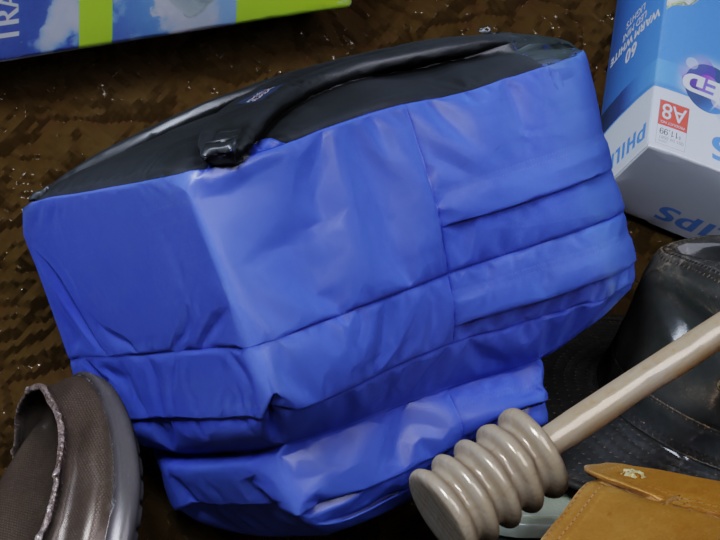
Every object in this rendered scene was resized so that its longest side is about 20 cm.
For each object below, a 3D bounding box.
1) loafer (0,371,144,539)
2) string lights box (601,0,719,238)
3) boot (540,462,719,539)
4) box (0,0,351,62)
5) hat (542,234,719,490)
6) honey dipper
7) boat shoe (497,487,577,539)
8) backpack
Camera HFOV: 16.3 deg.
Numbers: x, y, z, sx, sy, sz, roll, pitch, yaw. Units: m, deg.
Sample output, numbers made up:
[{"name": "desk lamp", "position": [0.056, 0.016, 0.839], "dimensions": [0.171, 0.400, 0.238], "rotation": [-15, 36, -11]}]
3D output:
[{"name": "loafer", "position": [-0.124, 0.122, 0.883], "dimensions": [0.071, 0.073, 0.200], "rotation": [15, 59, -17]}, {"name": "string lights box", "position": [0.171, -0.108, 1.145], "dimensions": [0.103, 0.059, 0.200], "rotation": [19, 58, -15]}, {"name": "boot", "position": [0.157, 0.093, 0.884], "dimensions": [0.144, 0.071, 0.201], "rotation": [18, 21, 32]}, {"name": "box", "position": [-0.097, -0.156, 1.019], "dimensions": [0.200, 0.122, 0.048], "rotation": [-13, 27, -29]}, {"name": "hat", "position": [0.155, 0.034, 0.992], "dimensions": [0.200, 0.081, 0.201], "rotation": [9, 28, -5]}, {"name": "honey dipper", "position": [0.107, 0.036, 0.920], "dimensions": [0.200, 0.038, 0.038], "rotation": [-33, 80, -19]}, {"name": "boat shoe", "position": [0.129, 0.107, 1.012], "dimensions": [0.199, 0.074, 0.066], "rotation": [-8, 112, -36]}, {"name": "backpack", "position": [0.000, 0.000, 0.958], "dimensions": [0.200, 0.162, 0.168], "rotation": [-25, 105, -32]}]
